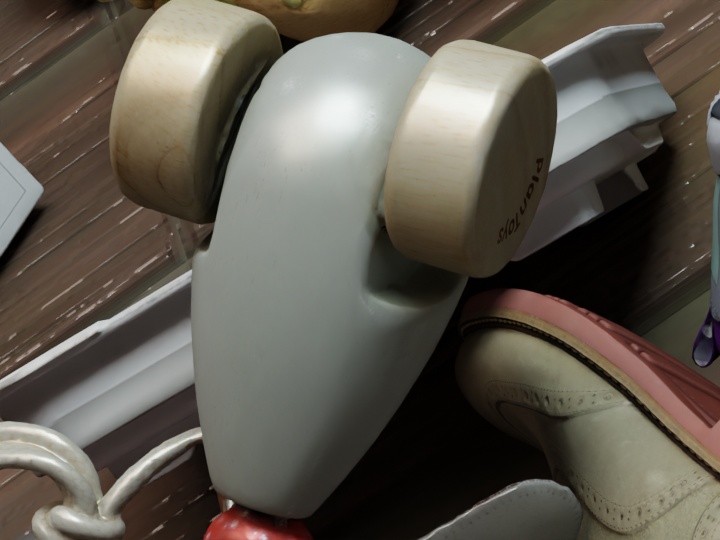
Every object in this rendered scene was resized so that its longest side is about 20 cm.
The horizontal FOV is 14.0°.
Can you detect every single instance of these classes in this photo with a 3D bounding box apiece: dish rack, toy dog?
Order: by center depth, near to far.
[{"bbox_3d":[-0.006,0.023,0.680,0.096,0.132,0.201,-26,-32,-58],"label":"toy dog"},{"bbox_3d":[0.000,0.000,0.799,0.199,0.044,0.172,-31,-3,13],"label":"dish rack"}]

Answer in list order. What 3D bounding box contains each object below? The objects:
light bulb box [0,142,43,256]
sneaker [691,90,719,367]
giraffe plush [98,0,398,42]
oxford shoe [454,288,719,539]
[{"bbox_3d":[-0.249,-0.013,0.971,0.124,0.198,0.201,2,53,47],"label":"light bulb box"},{"bbox_3d":[0.164,0.021,0.671,0.199,0.088,0.074,29,36,36],"label":"sneaker"},{"bbox_3d":[-0.021,-0.146,0.963,0.200,0.172,0.163,35,99,45],"label":"giraffe plush"},{"bbox_3d":[0.066,0.059,0.704,0.075,0.070,0.200,-61,27,1],"label":"oxford shoe"}]
